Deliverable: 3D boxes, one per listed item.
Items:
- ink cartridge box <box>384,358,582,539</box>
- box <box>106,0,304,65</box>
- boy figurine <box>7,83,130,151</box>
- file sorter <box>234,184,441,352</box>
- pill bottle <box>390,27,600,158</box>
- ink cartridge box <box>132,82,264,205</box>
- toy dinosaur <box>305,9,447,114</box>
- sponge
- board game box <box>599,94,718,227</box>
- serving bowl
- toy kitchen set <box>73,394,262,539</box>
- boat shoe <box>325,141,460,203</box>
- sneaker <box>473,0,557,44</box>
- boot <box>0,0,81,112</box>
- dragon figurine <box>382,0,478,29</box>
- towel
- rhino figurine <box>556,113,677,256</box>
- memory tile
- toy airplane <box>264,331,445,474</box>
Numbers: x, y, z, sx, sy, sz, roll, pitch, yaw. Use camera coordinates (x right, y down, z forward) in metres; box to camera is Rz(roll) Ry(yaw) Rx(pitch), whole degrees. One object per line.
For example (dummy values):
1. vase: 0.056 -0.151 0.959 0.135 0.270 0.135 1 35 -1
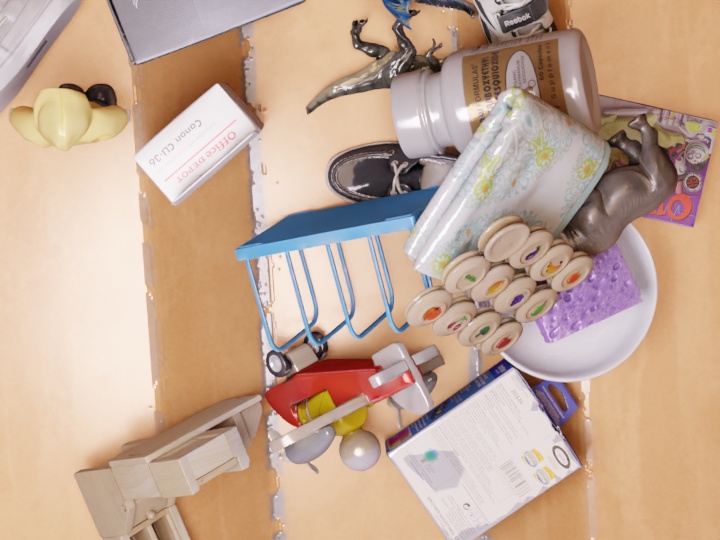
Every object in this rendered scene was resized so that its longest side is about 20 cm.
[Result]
1. ink cartridge box: 0.145 0.189 1.777 0.200 0.076 0.137 -34 97 3
2. box: -0.174 -0.322 1.719 0.200 0.051 0.158 -20 98 0
3. boy figurine: -0.298 -0.156 1.659 0.124 0.200 0.065 1 97 1
4. file sorter: 0.000 0.000 1.687 0.200 0.139 0.123 -10 102 24
5. pill bottle: 0.138 -0.175 1.681 0.200 0.114 0.115 -9 97 17
6. ink cartridge box: -0.163 -0.130 1.666 0.116 0.200 0.068 -41 97 2
7. toy dinosaur: 0.031 -0.227 1.743 0.199 0.047 0.088 -12 103 2
8. sponge: 0.202 -0.035 1.713 0.111 0.030 0.200 -25 90 -10
9. board game box: 0.276 -0.125 1.773 0.199 0.032 0.120 11 100 -4
10. serving bowl: 0.213 0.019 1.759 0.200 0.066 0.201 0 87 -7
11. toy kitchen set: -0.158 0.248 1.736 0.163 0.200 0.181 -28 99 -41
12. boat shoe: 0.063 -0.096 1.749 0.199 0.060 0.074 7 95 -3
13. sneaker: 0.157 -0.276 1.712 0.074 0.089 0.200 -32 92 -1
14. boot: -0.387 -0.239 1.717 0.096 0.074 0.200 37 85 0
15. dragon figurine: 0.046 -0.290 1.686 0.099 0.059 0.200 -37 60 5
16. towel: 0.144 -0.066 1.587 0.048 0.171 0.200 40 102 35
17. rhino figurine: 0.237 -0.065 1.676 0.200 0.060 0.087 -39 88 -2
18. memory tile: 0.139 0.018 1.602 0.153 0.200 0.017 -44 58 16
19. toy airplane: 0.001 0.140 1.705 0.199 0.199 0.141 -12 100 -2
